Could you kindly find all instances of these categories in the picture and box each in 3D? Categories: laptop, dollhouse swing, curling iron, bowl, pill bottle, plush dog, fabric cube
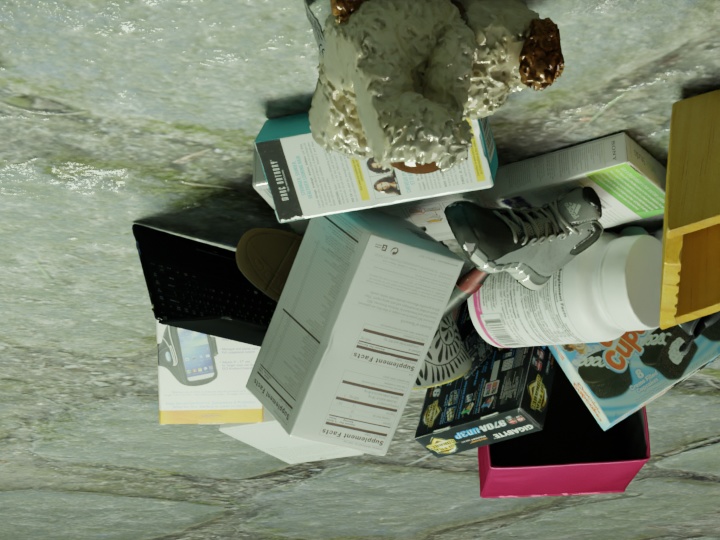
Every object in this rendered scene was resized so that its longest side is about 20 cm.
[{"bbox_3d":[-0.115,0.018,1.634,0.176,0.201,0.103,17,130,-38],"label":"laptop"},{"bbox_3d":[0.363,-0.055,1.472,0.174,0.183,0.200,3,153,9],"label":"dollhouse swing"},{"bbox_3d":[0.103,0.013,1.665,0.049,0.026,0.200,0,146,-38],"label":"curling iron"},{"bbox_3d":[0.025,0.058,1.803,0.199,0.095,0.201,1,-164,0],"label":"bowl"},{"bbox_3d":[0.219,0.019,1.695,0.199,0.114,0.113,-6,163,42],"label":"pill bottle"},{"bbox_3d":[0.062,-0.164,1.235,0.170,0.162,0.200,-10,-168,-22],"label":"plush dog"},{"bbox_3d":[0.242,0.166,2.022,0.194,0.202,0.200,-4,162,1],"label":"fabric cube"}]

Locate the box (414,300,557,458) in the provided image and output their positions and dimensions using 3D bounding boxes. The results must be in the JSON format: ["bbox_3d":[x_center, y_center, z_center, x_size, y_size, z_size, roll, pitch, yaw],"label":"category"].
[{"bbox_3d":[0.151,0.103,1.839,0.158,0.201,0.046,-22,129,41],"label":"box"}]

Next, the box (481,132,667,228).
[{"bbox_3d":[0.200,-0.074,1.600,0.199,0.037,0.144,-13,158,29],"label":"box"}]

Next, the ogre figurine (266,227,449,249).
[{"bbox_3d":[0.000,0.000,1.687,0.198,0.099,0.120,-14,149,7],"label":"ogre figurine"}]

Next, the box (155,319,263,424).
[{"bbox_3d":[-0.167,0.072,1.800,0.118,0.202,0.042,0,-161,-4],"label":"box"}]

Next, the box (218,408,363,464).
[{"bbox_3d":[-0.081,0.136,1.963,0.105,0.154,0.200,-10,159,21],"label":"box"}]

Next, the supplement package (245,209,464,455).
[{"bbox_3d":[-0.008,0.051,1.502,0.109,0.201,0.114,15,-166,-32],"label":"supplement package"}]

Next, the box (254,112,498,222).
[{"bbox_3d":[0.015,-0.103,1.417,0.198,0.049,0.083,-8,118,16],"label":"box"}]

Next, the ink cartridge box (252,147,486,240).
[{"bbox_3d":[0.019,-0.077,1.542,0.198,0.045,0.176,-7,157,15],"label":"ink cartridge box"}]

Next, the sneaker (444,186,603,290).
[{"bbox_3d":[0.162,-0.049,1.508,0.115,0.075,0.200,-33,157,19],"label":"sneaker"}]

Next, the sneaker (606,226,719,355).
[{"bbox_3d":[0.322,0.025,1.725,0.198,0.141,0.078,-11,159,22],"label":"sneaker"}]

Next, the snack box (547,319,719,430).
[{"bbox_3d":[0.317,0.074,1.778,0.199,0.117,0.037,-30,166,-13],"label":"snack box"}]

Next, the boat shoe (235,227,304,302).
[{"bbox_3d":[-0.037,0.023,1.606,0.199,0.074,0.069,27,164,-10],"label":"boat shoe"}]
